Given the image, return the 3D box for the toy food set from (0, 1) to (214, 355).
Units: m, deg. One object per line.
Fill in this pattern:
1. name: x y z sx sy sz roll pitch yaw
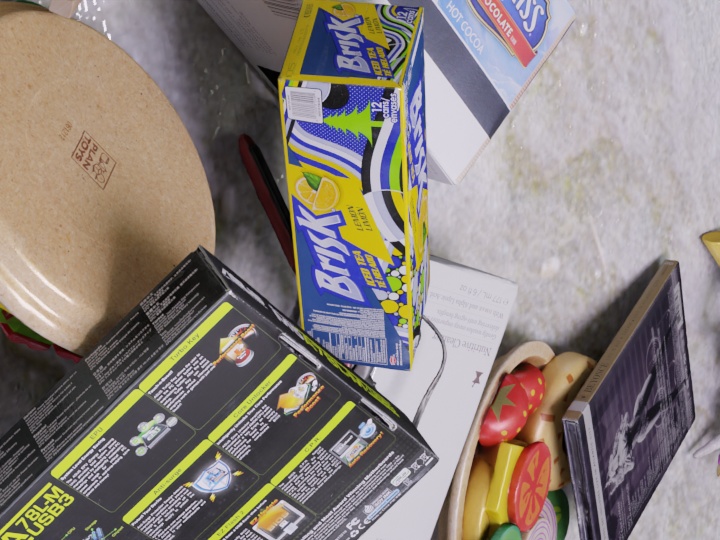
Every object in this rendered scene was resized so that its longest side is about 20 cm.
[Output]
1. toy food set: -0.149 -0.047 0.933 0.198 0.049 0.200 35 42 -37

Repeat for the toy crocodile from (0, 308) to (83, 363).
1. toy crocodile: -0.169 0.016 1.000 0.200 0.068 0.062 27 106 -43

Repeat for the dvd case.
1. dvd case: 0.198 0.107 1.356 0.200 0.016 0.149 -50 138 -45

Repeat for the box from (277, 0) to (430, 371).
1. box: 0.000 -0.042 0.979 0.200 0.064 0.070 87 12 -45

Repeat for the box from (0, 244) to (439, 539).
1. box: -0.086 0.111 0.926 0.200 0.048 0.193 -44 132 5

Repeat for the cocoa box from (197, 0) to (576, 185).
1. cocoa box: 0.001 -0.167 1.042 0.131 0.133 0.200 -54 132 -14

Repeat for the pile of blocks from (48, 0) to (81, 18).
1. pile of blocks: -0.135 -0.225 0.955 0.082 0.062 0.200 117 -4 -65

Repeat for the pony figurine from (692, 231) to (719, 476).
1. pony figurine: 0.352 0.062 1.455 0.193 0.167 0.200 -8 114 -9

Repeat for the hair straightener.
1. hair straightener: 0.000 0.000 1.089 0.077 0.041 0.200 -23 89 6

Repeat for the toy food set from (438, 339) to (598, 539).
1. toy food set: 0.110 0.147 1.274 0.200 0.049 0.198 20 81 -65

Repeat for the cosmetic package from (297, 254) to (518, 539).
1. cosmetic package: 0.009 0.084 1.175 0.113 0.081 0.200 14 94 -46
